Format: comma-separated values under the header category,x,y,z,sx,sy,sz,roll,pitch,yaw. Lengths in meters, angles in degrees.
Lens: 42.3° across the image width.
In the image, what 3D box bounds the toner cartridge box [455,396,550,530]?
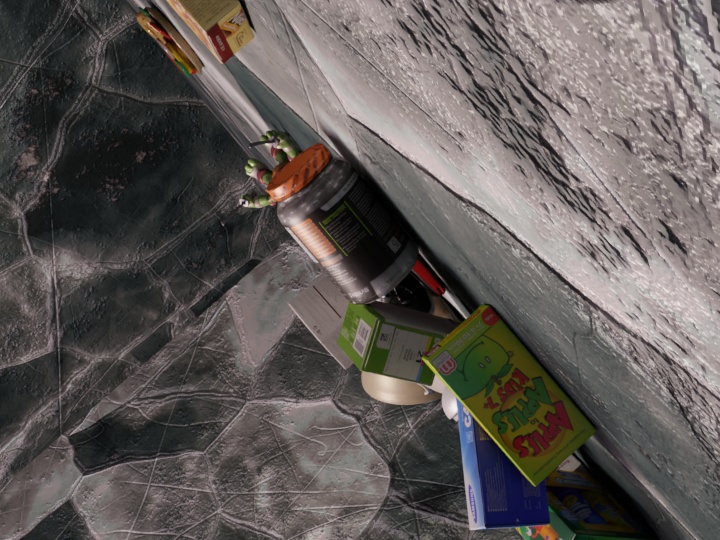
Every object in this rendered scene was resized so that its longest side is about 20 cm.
category,x,y,z,sx,sy,sz,roll,pitch,yaw
toner cartridge box,0.177,0.222,1.174,0.043,0.095,0.200,139,130,-62

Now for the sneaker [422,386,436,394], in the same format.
category,x,y,z,sx,sy,sz,roll,pitch,yaw
sneaker,0.089,0.154,1.655,0.200,0.090,0.067,43,-142,-20

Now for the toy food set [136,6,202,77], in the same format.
category,x,y,z,sx,sy,sz,roll,pitch,yaw
toy food set,-0.438,-0.526,2.140,0.200,0.049,0.198,50,177,-17

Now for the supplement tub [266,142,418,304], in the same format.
category,x,y,z,sx,sy,sz,roll,pitch,yaw
supplement tub,-0.025,-0.063,1.230,0.200,0.123,0.123,51,177,-19

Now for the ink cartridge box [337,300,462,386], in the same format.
category,x,y,z,sx,sy,sz,roll,pitch,yaw
ink cartridge box,0.086,0.104,1.268,0.200,0.076,0.148,15,-173,-16

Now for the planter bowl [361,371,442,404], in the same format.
category,x,y,z,sx,sy,sz,roll,pitch,yaw
planter bowl,0.093,0.146,1.786,0.200,0.200,0.135,-135,32,-57

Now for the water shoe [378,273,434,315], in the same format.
category,x,y,z,sx,sy,sz,roll,pitch,yaw
water shoe,0.024,0.004,1.351,0.200,0.072,0.079,43,177,12

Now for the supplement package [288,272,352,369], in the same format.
category,x,y,z,sx,sy,sz,roll,pitch,yaw
supplement package,-0.005,0.056,1.703,0.120,0.200,0.121,46,175,38

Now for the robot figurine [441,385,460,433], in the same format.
category,x,y,z,sx,sy,sz,roll,pitch,yaw
robot figurine,0.213,0.221,1.379,0.200,0.125,0.150,48,172,10

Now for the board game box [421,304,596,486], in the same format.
category,x,y,z,sx,sy,sz,roll,pitch,yaw
board game box,0.179,0.149,1.127,0.200,0.102,0.048,49,176,-2

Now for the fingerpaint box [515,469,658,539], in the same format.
category,x,y,z,sx,sy,sz,roll,pitch,yaw
fingerpaint box,0.327,0.379,1.422,0.200,0.073,0.167,16,-162,-35

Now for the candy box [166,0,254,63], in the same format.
category,x,y,z,sx,sy,sz,roll,pitch,yaw
candy box,-0.210,-0.339,1.053,0.200,0.055,0.115,49,177,5

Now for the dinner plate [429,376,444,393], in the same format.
category,x,y,z,sx,sy,sz,roll,pitch,yaw
dinner plate,0.144,0.166,1.547,0.200,0.024,0.200,19,148,12

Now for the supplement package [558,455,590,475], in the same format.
category,x,y,z,sx,sy,sz,roll,pitch,yaw
supplement package,0.302,0.341,1.623,0.117,0.117,0.200,52,176,-39

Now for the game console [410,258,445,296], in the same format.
category,x,y,z,sx,sy,sz,roll,pitch,yaw
game console,0.046,-0.043,1.413,0.177,0.031,0.200,44,179,-15

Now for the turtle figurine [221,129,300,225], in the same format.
category,x,y,z,sx,sy,sz,roll,pitch,yaw
turtle figurine,-0.176,-0.191,1.702,0.194,0.200,0.144,-128,33,-59

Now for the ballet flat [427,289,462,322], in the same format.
category,x,y,z,sx,sy,sz,roll,pitch,yaw
ballet flat,0.107,0.054,1.513,0.200,0.046,0.067,46,177,43
